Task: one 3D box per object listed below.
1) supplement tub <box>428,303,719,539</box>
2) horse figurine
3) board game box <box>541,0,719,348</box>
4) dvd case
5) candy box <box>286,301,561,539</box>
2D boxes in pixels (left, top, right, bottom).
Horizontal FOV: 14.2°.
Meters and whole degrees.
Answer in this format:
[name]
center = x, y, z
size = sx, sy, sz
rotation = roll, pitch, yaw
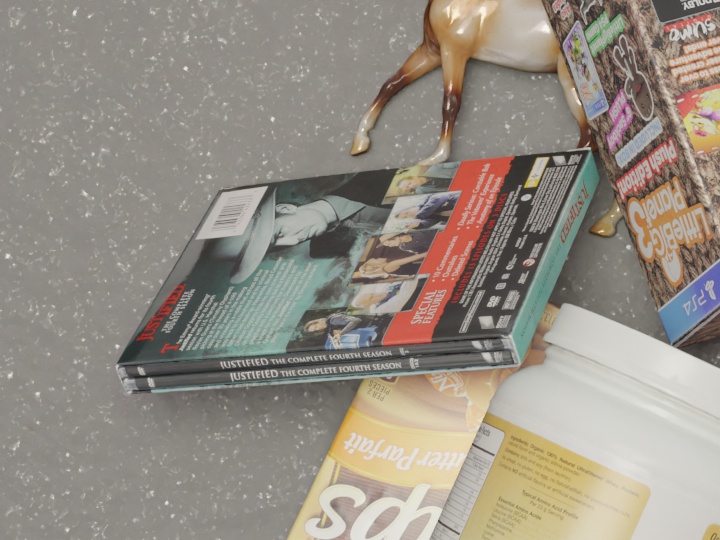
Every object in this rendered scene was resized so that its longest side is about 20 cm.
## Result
[supplement tub]
center = 0.102, 0.129, 1.261
size = 0.144, 0.144, 0.201
rotation = 25, 89, 13
[horse figurine]
center = 0.081, -0.097, 1.390
size = 0.199, 0.050, 0.133
rotation = 19, 92, 14
[board game box]
center = 0.191, -0.089, 1.313
size = 0.159, 0.097, 0.201
rotation = -16, 78, -17
[dvd case]
center = 0.000, 0.000, 1.336
size = 0.199, 0.146, 0.022
rotation = -5, 125, 24
[candy box]
center = 0.043, 0.103, 1.367
size = 0.115, 0.055, 0.201
rotation = 25, 88, 12
